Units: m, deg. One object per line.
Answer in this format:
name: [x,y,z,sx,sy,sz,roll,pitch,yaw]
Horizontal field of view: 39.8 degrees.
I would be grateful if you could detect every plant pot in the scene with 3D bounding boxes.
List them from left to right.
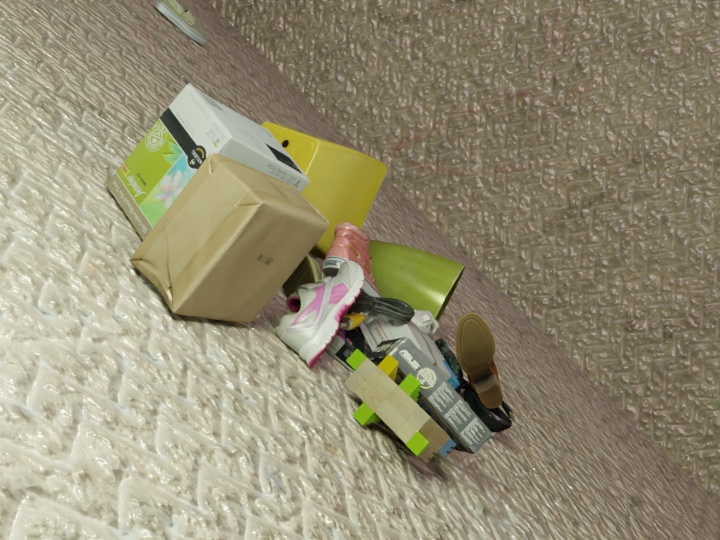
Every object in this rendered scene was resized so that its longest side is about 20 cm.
plant pot: [-0.106,-0.152,1.744,0.199,0.202,0.176,23,-4,33]
plant pot: [0.082,0.027,2.014,0.198,0.189,0.187,28,10,8]

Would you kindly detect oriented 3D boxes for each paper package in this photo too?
paper package: [-0.165,-0.034,1.296,0.103,0.191,0.200,43,10,22]

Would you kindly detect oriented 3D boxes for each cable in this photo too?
cable: [0.002,0.062,1.634,0.097,0.051,0.199,42,21,33]

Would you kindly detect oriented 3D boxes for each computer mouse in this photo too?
computer mouse: [0.250,0.277,1.923,0.140,0.046,0.200,29,7,-25]

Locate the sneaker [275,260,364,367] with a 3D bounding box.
sneaker: [-0.060,0.046,1.488,0.088,0.082,0.201,32,44,-1]

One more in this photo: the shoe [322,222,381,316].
shoe: [0.000,0.000,1.724,0.071,0.092,0.200,3,-27,26]

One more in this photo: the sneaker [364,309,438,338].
sneaker: [0.076,0.102,1.845,0.075,0.100,0.199,50,15,28]

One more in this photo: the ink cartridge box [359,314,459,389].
ink cartridge box: [0.082,0.140,1.718,0.200,0.066,0.116,43,12,-48]

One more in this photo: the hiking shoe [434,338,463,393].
hiking shoe: [0.167,0.201,1.857,0.087,0.074,0.200,51,16,-17]

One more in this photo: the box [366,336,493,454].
box: [0.102,0.193,1.541,0.200,0.049,0.161,48,-11,-3]

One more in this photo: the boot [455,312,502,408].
boot: [0.208,0.145,1.865,0.155,0.073,0.202,-105,179,-67]

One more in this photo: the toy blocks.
toy blocks: [0.065,0.215,1.449,0.200,0.100,0.137,40,-6,42]

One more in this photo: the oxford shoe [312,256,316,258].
oxford shoe: [-0.127,-0.096,1.888,0.201,0.057,0.075,62,12,24]

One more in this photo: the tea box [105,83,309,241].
tea box: [-0.218,-0.126,1.440,0.134,0.197,0.199,49,13,31]

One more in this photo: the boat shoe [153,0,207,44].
boat shoe: [-0.545,-0.779,3.078,0.199,0.062,0.072,37,12,-30]

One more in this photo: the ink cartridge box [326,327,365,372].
ink cartridge box: [-0.037,0.096,1.656,0.094,0.037,0.200,40,10,-11]

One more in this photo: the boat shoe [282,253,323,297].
boat shoe: [-0.097,0.007,1.688,0.063,0.074,0.201,29,9,-31]
